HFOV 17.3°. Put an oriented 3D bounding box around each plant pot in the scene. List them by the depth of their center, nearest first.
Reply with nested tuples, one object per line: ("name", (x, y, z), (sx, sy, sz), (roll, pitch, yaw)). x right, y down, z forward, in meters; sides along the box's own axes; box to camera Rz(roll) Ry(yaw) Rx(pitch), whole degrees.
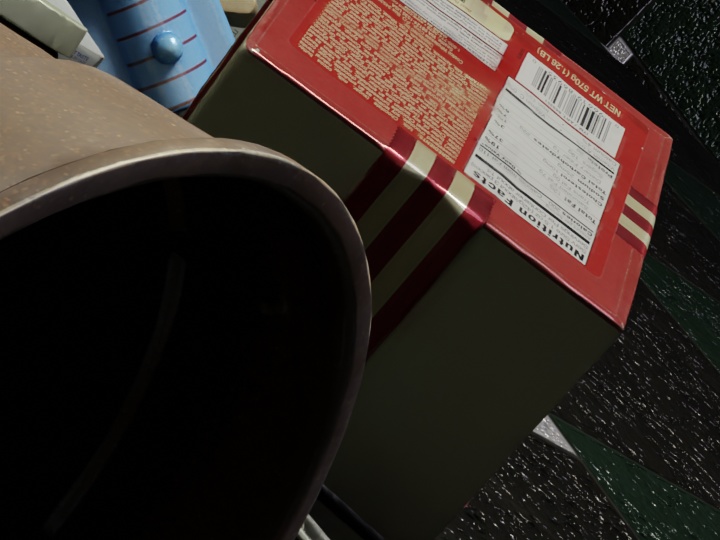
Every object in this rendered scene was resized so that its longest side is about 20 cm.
("plant pot", (-0.135, 0.006, 0.507), (0.198, 0.201, 0.200), (40, 11, 28))

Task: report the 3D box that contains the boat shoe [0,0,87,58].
("boat shoe", (-0.192, -0.108, 0.887), (0.201, 0.061, 0.072), (30, 1, 31))

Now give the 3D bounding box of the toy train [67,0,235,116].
("toy train", (-0.104, -0.116, 1.063), (0.114, 0.086, 0.201), (-155, -137, -73))

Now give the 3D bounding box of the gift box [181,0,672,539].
("gift box", (0.000, 0.000, 0.880), (0.184, 0.187, 0.200), (39, 28, -1))

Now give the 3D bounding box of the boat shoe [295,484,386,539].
("boat shoe", (0.029, 0.139, 0.790), (0.200, 0.064, 0.071), (39, 13, -12))

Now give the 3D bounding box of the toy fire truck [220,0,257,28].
("toy fire truck", (-0.147, -0.177, 1.237), (0.200, 0.128, 0.176), (54, 14, 4))

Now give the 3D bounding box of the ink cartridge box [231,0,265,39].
("ink cartridge box", (-0.021, -0.133, 1.361), (0.200, 0.145, 0.145), (38, 13, -12))

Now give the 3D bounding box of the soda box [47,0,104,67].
("soda box", (-0.183, -0.132, 0.995), (0.068, 0.063, 0.200), (28, 19, -44))
